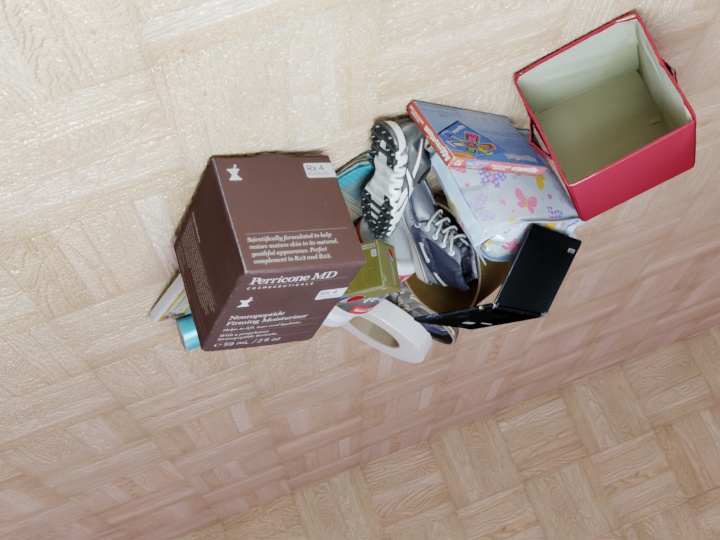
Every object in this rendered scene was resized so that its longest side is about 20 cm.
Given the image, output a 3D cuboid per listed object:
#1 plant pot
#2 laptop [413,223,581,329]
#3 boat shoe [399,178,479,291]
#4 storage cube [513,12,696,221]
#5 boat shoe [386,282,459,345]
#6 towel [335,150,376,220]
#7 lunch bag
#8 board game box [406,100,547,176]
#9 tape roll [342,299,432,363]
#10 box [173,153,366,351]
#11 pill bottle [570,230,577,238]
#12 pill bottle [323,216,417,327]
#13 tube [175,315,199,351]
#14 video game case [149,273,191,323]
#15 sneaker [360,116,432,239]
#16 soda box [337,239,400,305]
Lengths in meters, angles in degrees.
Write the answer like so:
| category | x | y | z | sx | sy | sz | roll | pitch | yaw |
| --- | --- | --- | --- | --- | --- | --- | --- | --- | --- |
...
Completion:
| category | x | y | z | sx | sy | sz | roll | pitch | yaw |
| --- | --- | --- | --- | --- | --- | --- | --- | --- | --- |
| plant pot | 0.185 | -0.046 | 1.548 | 0.199 | 0.188 | 0.187 | -21 | 163 | -36 |
| laptop | 0.198 | 0.015 | 1.407 | 0.198 | 0.105 | 0.176 | -13 | 166 | 33 |
| boat shoe | 0.111 | -0.059 | 1.392 | 0.075 | 0.092 | 0.201 | -46 | 133 | -28 |
| storage cube | 0.324 | -0.195 | 1.301 | 0.198 | 0.172 | 0.180 | -27 | 161 | 12 |
| boat shoe | 0.087 | 0.065 | 1.709 | 0.199 | 0.060 | 0.072 | 30 | 128 | -14 |
| towel | -0.036 | -0.092 | 1.393 | 0.199 | 0.022 | 0.146 | -30 | 158 | 19 |
| lunch bag | 0.189 | -0.104 | 1.384 | 0.199 | 0.171 | 0.127 | -3 | 148 | -46 |
| board game box | 0.154 | -0.169 | 1.280 | 0.199 | 0.103 | 0.020 | 0 | 137 | -45 |
| tape roll | 0.030 | 0.092 | 1.696 | 0.037 | 0.201 | 0.203 | -59 | 168 | -17 |
| box | -0.121 | -0.021 | 1.245 | 0.164 | 0.166 | 0.200 | -5 | 151 | -29 |
| pill bottle | 0.315 | -0.026 | 1.793 | 0.111 | 0.113 | 0.200 | -17 | 159 | -14 |
| pill bottle | 0.000 | 0.000 | 1.522 | 0.115 | 0.117 | 0.200 | -4 | 153 | -40 |
| tube | -0.187 | 0.068 | 1.536 | 0.198 | 0.051 | 0.077 | -20 | 178 | -16 |
| video game case | -0.203 | 0.022 | 1.478 | 0.180 | 0.023 | 0.200 | -9 | 161 | -33 |
| sneaker | 0.055 | -0.124 | 1.304 | 0.090 | 0.066 | 0.201 | -26 | 145 | -28 |
| soda box | -0.047 | 0.015 | 1.408 | 0.198 | 0.069 | 0.064 | -14 | 168 | 24 |
